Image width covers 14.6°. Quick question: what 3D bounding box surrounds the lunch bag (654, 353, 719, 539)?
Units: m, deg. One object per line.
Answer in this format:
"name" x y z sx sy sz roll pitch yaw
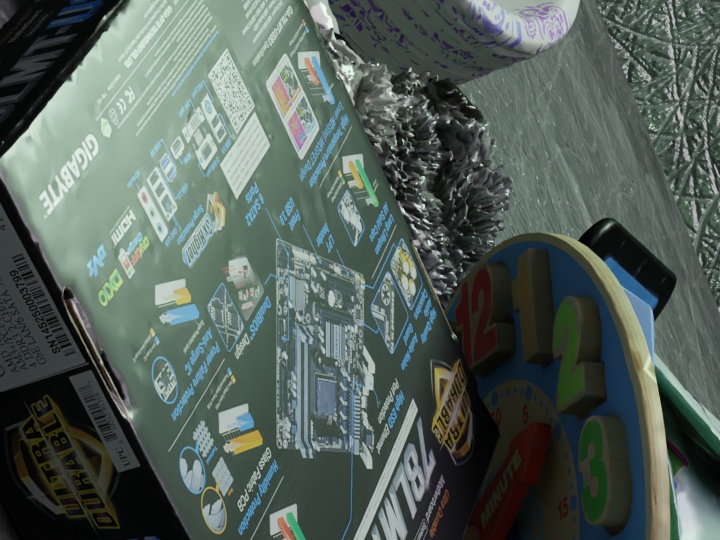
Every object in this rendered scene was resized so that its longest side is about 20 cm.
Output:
"lunch bag" 0.102 0.115 1.014 0.170 0.121 0.201 39 45 -55

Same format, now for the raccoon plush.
"raccoon plush" 0.000 0.000 0.969 0.134 0.096 0.201 1 67 -70

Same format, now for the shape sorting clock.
"shape sorting clock" 0.045 0.088 0.877 0.200 0.039 0.201 -170 -90 -71

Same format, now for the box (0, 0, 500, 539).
"box" -0.036 0.018 0.743 0.199 0.049 0.200 66 25 -22

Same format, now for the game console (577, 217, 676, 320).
"game console" 0.099 0.091 1.182 0.200 0.116 0.177 27 42 -73

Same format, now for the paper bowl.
"paper bowl" 0.005 -0.173 1.202 0.201 0.104 0.202 38 42 -45
